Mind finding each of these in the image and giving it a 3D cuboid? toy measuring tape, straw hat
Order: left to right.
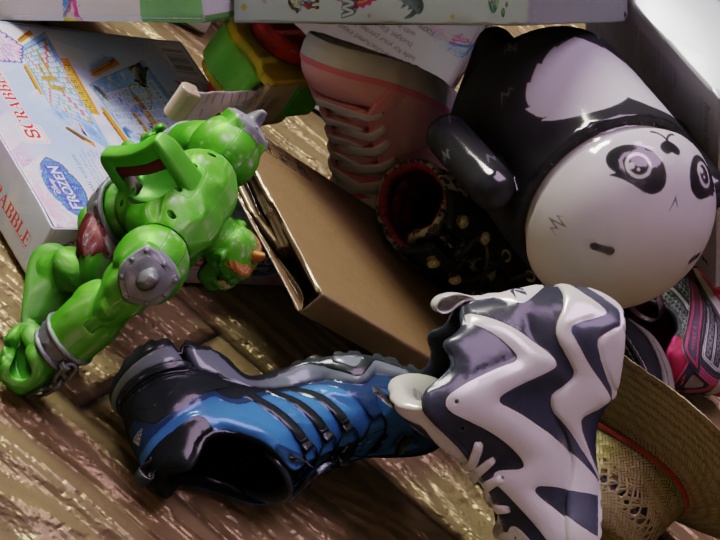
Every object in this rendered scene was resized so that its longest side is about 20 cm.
[{"bbox_3d":[-0.082,-0.125,1.490,0.073,0.074,0.200,40,21,16],"label":"toy measuring tape"},{"bbox_3d":[0.138,0.123,1.384,0.201,0.201,0.085,38,74,13],"label":"straw hat"}]

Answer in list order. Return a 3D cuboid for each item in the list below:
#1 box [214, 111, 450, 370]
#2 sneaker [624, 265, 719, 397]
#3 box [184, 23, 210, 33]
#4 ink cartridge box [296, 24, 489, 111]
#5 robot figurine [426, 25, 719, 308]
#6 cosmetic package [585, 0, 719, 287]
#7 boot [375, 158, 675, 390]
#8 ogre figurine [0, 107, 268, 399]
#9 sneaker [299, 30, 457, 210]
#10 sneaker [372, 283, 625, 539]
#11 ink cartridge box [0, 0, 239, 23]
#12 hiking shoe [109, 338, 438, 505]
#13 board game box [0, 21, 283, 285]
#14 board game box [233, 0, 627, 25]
[{"bbox_3d":[0.000,0.000,1.443,0.200,0.021,0.164,32,21,-47],"label":"box"},{"bbox_3d":[0.191,0.000,1.629,0.074,0.081,0.200,1,42,-38],"label":"sneaker"},{"bbox_3d":[-0.100,-0.298,1.713,0.096,0.177,0.200,26,30,-8],"label":"box"},{"bbox_3d":[0.026,-0.203,1.661,0.147,0.201,0.086,33,29,4],"label":"ink cartridge box"},{"bbox_3d":[0.129,-0.067,1.432,0.200,0.150,0.125,57,-3,44],"label":"robot figurine"},{"bbox_3d":[0.205,-0.105,1.545,0.051,0.201,0.151,-26,57,-11],"label":"cosmetic package"},{"bbox_3d":[0.097,0.019,1.484,0.153,0.074,0.204,31,16,-37],"label":"boot"},{"bbox_3d":[-0.117,-0.021,1.294,0.200,0.120,0.099,-35,98,-45],"label":"ogre figurine"},{"bbox_3d":[0.009,-0.082,1.533,0.075,0.105,0.200,22,-1,25],"label":"sneaker"},{"bbox_3d":[0.064,0.102,1.290,0.129,0.201,0.079,8,6,-11],"label":"sneaker"},{"bbox_3d":[-0.147,-0.204,1.519,0.199,0.085,0.145,4,12,28],"label":"ink cartridge box"},{"bbox_3d":[-0.038,0.095,1.302,0.198,0.075,0.087,4,47,-24],"label":"hiking shoe"},{"bbox_3d":[-0.152,-0.073,1.464,0.198,0.041,0.200,3,40,-41],"label":"board game box"},{"bbox_3d":[0.043,-0.179,1.455,0.199,0.065,0.147,2,6,28],"label":"board game box"}]
